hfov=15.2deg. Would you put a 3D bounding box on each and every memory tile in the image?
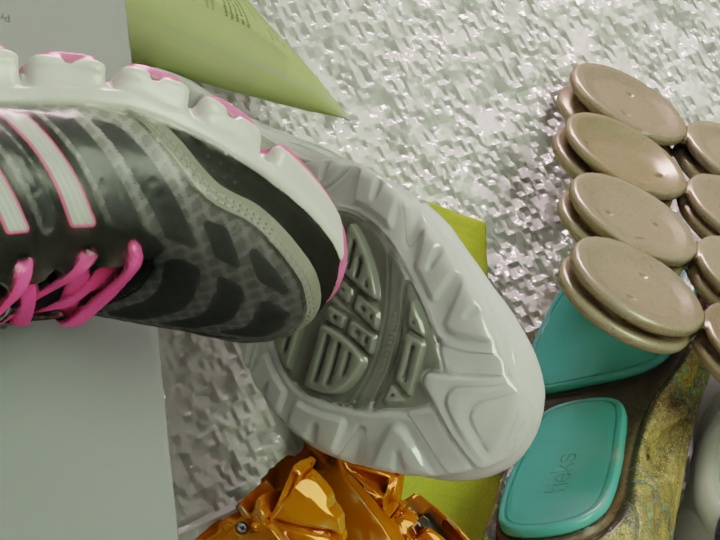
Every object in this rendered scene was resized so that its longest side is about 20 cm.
[{"bbox_3d":[0.136,-0.003,0.960,0.153,0.017,0.200,26,27,-9],"label":"memory tile"}]

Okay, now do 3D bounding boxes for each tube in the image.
[{"bbox_3d":[-0.082,-0.091,0.841,0.200,0.052,0.058,15,70,-52],"label":"tube"}]

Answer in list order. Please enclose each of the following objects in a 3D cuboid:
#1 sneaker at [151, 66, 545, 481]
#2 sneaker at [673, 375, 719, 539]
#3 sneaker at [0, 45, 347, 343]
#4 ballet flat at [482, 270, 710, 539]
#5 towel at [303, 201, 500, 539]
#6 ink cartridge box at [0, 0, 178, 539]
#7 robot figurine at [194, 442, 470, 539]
[{"bbox_3d":[0.000,0.000,0.822,0.099,0.078,0.200,14,19,-46],"label":"sneaker"},{"bbox_3d":[0.156,0.058,0.965,0.073,0.071,0.200,23,40,-1],"label":"sneaker"},{"bbox_3d":[-0.095,-0.004,0.594,0.199,0.074,0.088,17,59,-28],"label":"sneaker"},{"bbox_3d":[0.086,0.061,0.927,0.071,0.071,0.200,46,32,-14],"label":"ballet flat"},{"bbox_3d":[0.014,0.065,0.901,0.086,0.018,0.201,19,57,-38],"label":"towel"},{"bbox_3d":[-0.150,0.002,0.696,0.144,0.145,0.201,10,64,-38],"label":"ink cartridge box"},{"bbox_3d":[0.035,0.138,0.796,0.200,0.058,0.145,50,19,0],"label":"robot figurine"}]
